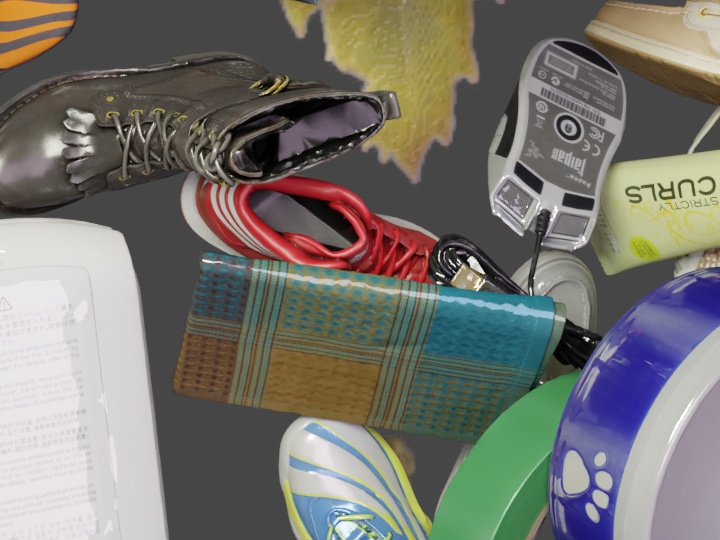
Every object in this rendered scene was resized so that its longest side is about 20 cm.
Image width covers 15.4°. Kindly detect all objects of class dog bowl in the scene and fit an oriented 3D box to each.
[{"bbox_3d":[0.199,0.102,1.446,0.200,0.079,0.200,-19,121,-35],"label":"dog bowl"}]

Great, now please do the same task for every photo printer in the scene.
[{"bbox_3d":[-0.193,0.073,1.440,0.166,0.069,0.200,-11,103,-20],"label":"photo printer"}]

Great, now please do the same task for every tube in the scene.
[{"bbox_3d":[0.205,-0.040,1.525,0.052,0.200,0.058,11,75,-47],"label":"tube"}]

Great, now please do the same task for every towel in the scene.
[{"bbox_3d":[0.002,0.043,1.462,0.200,0.147,0.022,9,56,-6],"label":"towel"}]

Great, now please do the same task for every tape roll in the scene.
[{"bbox_3d":[0.124,0.156,1.493,0.200,0.048,0.201,-18,120,-34],"label":"tape roll"}]

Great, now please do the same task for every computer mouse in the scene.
[{"bbox_3d":[0.105,-0.045,1.521,0.110,0.044,0.200,26,56,-12],"label":"computer mouse"}]

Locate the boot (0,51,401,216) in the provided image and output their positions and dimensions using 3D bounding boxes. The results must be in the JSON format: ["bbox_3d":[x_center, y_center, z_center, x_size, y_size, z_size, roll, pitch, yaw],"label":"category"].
[{"bbox_3d":[-0.097,-0.071,1.394,0.200,0.174,0.069,-21,107,-17],"label":"boot"}]

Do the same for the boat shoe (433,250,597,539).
[{"bbox_3d":[0.098,0.088,1.561,0.072,0.069,0.200,23,91,-24],"label":"boat shoe"}]

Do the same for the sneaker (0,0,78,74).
[{"bbox_3d":[-0.232,-0.124,1.364,0.200,0.112,0.078,-8,103,-21],"label":"sneaker"}]

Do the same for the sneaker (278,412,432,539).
[{"bbox_3d":[0.024,0.172,1.527,0.076,0.105,0.200,-32,110,-14],"label":"sneaker"}]

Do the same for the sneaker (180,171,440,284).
[{"bbox_3d":[0.000,0.000,1.479,0.200,0.116,0.078,22,92,-23],"label":"sneaker"}]

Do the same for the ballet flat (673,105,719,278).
[{"bbox_3d":[0.221,-0.042,1.600,0.065,0.071,0.200,21,89,3],"label":"ballet flat"}]

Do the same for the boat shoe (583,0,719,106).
[{"bbox_3d":[0.224,-0.131,1.518,0.074,0.200,0.069,31,78,-59],"label":"boat shoe"}]

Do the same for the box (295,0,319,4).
[{"bbox_3d":[-0.094,-0.246,1.401,0.200,0.104,0.148,24,90,-25],"label":"box"}]
